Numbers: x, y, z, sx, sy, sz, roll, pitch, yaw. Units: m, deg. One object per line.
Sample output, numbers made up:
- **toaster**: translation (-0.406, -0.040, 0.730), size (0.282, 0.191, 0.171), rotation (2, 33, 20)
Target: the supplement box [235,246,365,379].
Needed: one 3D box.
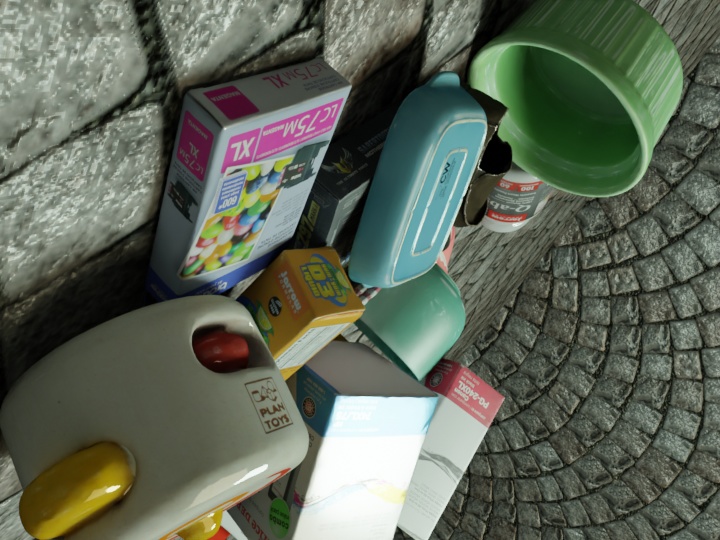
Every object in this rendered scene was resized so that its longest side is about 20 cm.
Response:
- **supplement box**: translation (-0.088, 0.063, 0.598), size (0.200, 0.067, 0.068), rotation (-42, 157, 31)

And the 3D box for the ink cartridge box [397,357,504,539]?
- **ink cartridge box**: translation (0.070, 0.213, 0.891), size (0.202, 0.083, 0.145), rotation (-57, -159, -12)

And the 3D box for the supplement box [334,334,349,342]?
- **supplement box**: translation (-0.061, 0.228, 1.038), size (0.200, 0.133, 0.198), rotation (-42, 164, -18)

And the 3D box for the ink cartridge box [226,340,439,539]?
- **ink cartridge box**: translation (-0.037, 0.195, 0.760), size (0.144, 0.146, 0.203), rotation (9, 102, -39)

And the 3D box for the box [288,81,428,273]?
- **box**: translation (0.011, -0.074, 0.656), size (0.199, 0.051, 0.159), rotation (-39, 162, -34)

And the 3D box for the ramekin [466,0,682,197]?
- **ramekin**: translation (0.213, -0.178, 0.695), size (0.098, 0.199, 0.200), rotation (-50, 166, -16)

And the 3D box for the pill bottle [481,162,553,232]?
- **pill bottle**: translation (0.196, -0.129, 0.906), size (0.116, 0.116, 0.200), rotation (-45, 164, -10)

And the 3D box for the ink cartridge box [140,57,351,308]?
- **ink cartridge box**: translation (-0.085, -0.044, 0.491), size (0.119, 0.042, 0.201), rotation (-32, 160, -44)

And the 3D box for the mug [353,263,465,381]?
- **mug**: translation (0.046, 0.036, 0.880), size (0.115, 0.185, 0.152), rotation (-46, 140, -7)

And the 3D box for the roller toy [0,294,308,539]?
- **roller toy**: translation (-0.133, 0.116, 0.480), size (0.180, 0.141, 0.200), rotation (-23, 165, -23)

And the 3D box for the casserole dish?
- **casserole dish**: translation (0.053, -0.065, 0.599), size (0.120, 0.039, 0.203), rotation (-20, 134, -53)

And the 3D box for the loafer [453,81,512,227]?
- **loafer**: translation (0.125, -0.108, 0.756), size (0.074, 0.070, 0.201), rotation (-60, 157, -23)

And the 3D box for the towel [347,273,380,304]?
- **towel**: translation (0.000, 0.000, 0.736), size (0.200, 0.030, 0.146), rotation (-41, -168, -29)

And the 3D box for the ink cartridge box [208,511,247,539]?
- **ink cartridge box**: translation (-0.199, 0.349, 0.998), size (0.173, 0.043, 0.201), rotation (-41, 144, -16)

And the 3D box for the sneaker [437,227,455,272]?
- **sneaker**: translation (0.088, -0.059, 0.913), size (0.201, 0.073, 0.088), rotation (81, 24, -63)
